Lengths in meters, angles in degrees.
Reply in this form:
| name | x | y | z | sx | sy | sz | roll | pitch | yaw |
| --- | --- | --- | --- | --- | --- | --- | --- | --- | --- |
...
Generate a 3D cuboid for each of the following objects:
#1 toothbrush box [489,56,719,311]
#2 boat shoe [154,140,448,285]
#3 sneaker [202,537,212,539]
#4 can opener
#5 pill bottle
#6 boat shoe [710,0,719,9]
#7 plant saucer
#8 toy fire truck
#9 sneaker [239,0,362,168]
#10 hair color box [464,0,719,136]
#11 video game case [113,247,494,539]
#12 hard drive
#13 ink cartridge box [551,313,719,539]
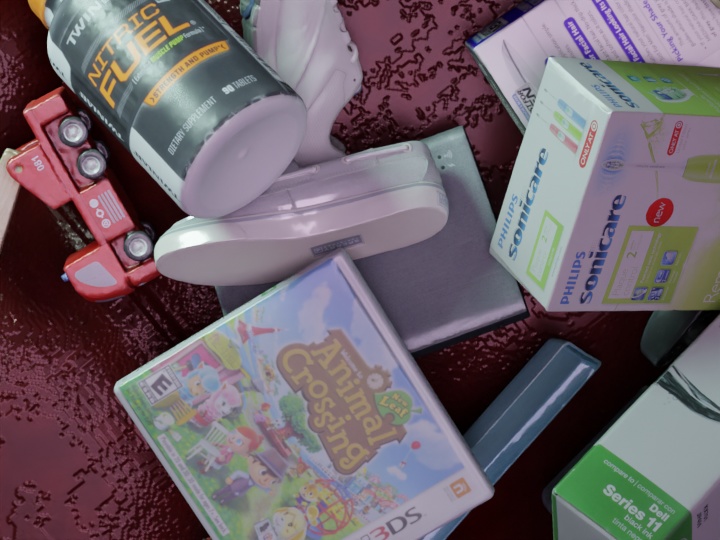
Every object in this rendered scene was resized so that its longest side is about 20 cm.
| name | x | y | z | sx | sy | sz | roll | pitch | yaw |
| --- | --- | --- | --- | --- | --- | --- | --- | --- | --- |
| toothbrush box | 0.204 | -0.055 | 1.507 | 0.199 | 0.086 | 0.146 | 2 | 119 | -29 |
| boat shoe | -0.043 | -0.043 | 1.525 | 0.199 | 0.072 | 0.069 | -15 | 62 | 9 |
| sneaker | -0.024 | 0.166 | 1.606 | 0.200 | 0.078 | 0.082 | -42 | 136 | 11 |
| can opener | 0.200 | 0.096 | 1.617 | 0.066 | 0.053 | 0.200 | 42 | 96 | 25 |
| pill bottle | -0.134 | -0.135 | 1.491 | 0.106 | 0.106 | 0.200 | -47 | 66 | 7 |
| boat shoe | 0.316 | -0.209 | 1.503 | 0.199 | 0.069 | 0.074 | -11 | 89 | -31 |
| plant saucer | 0.089 | 0.128 | 1.609 | 0.200 | 0.070 | 0.019 | -48 | 60 | 7 |
| toy fire truck | -0.239 | -0.054 | 1.562 | 0.141 | 0.049 | 0.200 | -28 | 102 | 4 |
| sneaker | -0.040 | -0.158 | 1.545 | 0.087 | 0.075 | 0.201 | 2 | 111 | -11 |
| hair color box | 0.184 | -0.165 | 1.551 | 0.200 | 0.065 | 0.109 | -34 | 102 | 2 |
| video game case | -0.037 | 0.113 | 1.527 | 0.182 | 0.022 | 0.200 | -31 | 102 | 7 |
| hard drive | 0.000 | 0.000 | 1.557 | 0.199 | 0.033 | 0.140 | -20 | 73 | 5 |
| ink cartridge box | 0.222 | 0.135 | 1.519 | 0.083 | 0.147 | 0.200 | 36 | 68 | 26 |
